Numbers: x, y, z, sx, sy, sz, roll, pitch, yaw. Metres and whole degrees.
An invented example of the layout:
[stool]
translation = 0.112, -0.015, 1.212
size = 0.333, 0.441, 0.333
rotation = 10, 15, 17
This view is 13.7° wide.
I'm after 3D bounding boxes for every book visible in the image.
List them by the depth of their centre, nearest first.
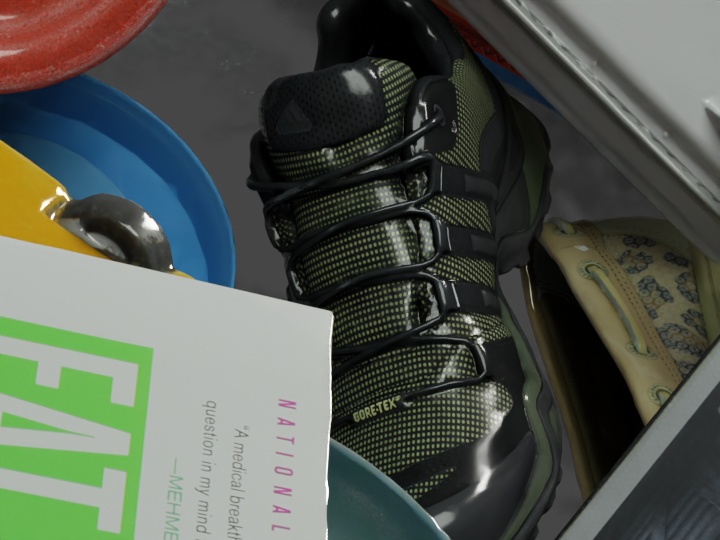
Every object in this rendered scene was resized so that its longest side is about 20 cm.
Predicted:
[book]
translation = -0.106, 0.040, 0.466
size = 0.200, 0.048, 0.134
rotation = 12, 45, -10

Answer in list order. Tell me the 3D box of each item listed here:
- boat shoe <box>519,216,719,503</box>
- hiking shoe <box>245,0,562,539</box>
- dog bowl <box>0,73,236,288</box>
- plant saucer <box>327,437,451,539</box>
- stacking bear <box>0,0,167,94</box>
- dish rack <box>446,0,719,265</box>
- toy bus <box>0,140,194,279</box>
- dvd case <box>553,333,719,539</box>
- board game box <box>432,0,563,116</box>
[boat shoe]
translation = 0.078, 0.062, 0.779
size = 0.063, 0.073, 0.200
rotation = 7, 39, -9
[hiking shoe]
translation = 0.000, 0.000, 0.765
size = 0.101, 0.076, 0.200
rotation = 53, 25, -35
[dog bowl]
translation = -0.131, 0.007, 0.750
size = 0.200, 0.050, 0.112
rotation = -6, 55, -25
[plant saucer]
translation = -0.061, 0.118, 0.663
size = 0.200, 0.027, 0.200
rotation = -1, 58, 2
[stacking bear]
translation = -0.101, -0.115, 0.786
size = 0.121, 0.200, 0.114
rotation = -29, 104, -1
[dish rack]
translation = 0.100, -0.114, 0.781
size = 0.200, 0.044, 0.172
rotation = 45, 92, -2
[toy bus]
translation = -0.131, -0.011, 0.669
size = 0.200, 0.078, 0.065
rotation = 35, 38, 12
[dvd case]
translation = 0.090, 0.124, 0.682
size = 0.150, 0.025, 0.200
rotation = 38, 84, 12
[board game box]
translation = 0.101, -0.135, 0.858
size = 0.200, 0.196, 0.056
rotation = 30, 23, 5
